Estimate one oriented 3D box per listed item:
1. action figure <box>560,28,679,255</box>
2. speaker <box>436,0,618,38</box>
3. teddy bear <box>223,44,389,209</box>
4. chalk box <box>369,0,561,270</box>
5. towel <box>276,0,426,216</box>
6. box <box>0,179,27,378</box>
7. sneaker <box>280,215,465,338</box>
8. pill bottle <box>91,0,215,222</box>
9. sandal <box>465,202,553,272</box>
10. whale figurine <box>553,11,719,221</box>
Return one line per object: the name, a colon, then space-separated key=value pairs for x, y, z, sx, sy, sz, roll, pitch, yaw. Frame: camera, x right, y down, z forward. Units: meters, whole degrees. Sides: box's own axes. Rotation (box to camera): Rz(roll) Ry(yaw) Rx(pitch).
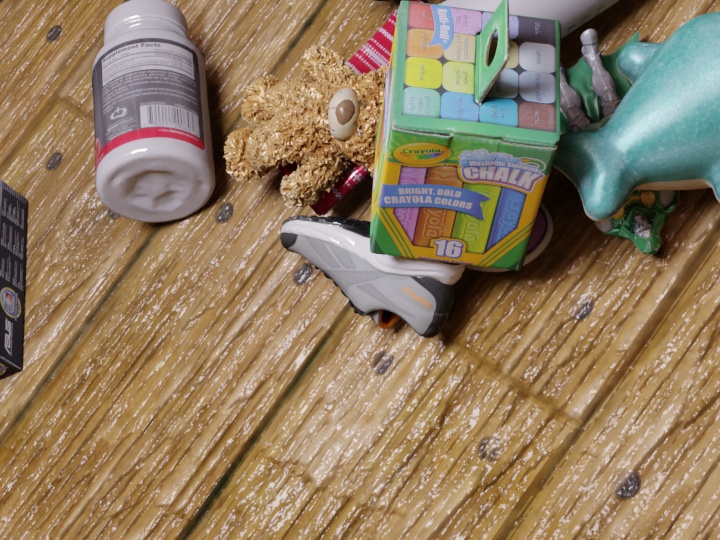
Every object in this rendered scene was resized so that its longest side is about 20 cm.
action figure: x=0.195 y=-0.096 z=1.239 sx=0.117 sy=0.055 sz=0.201 roll=-27 pitch=57 yaw=14
speaker: x=0.149 y=-0.225 z=1.293 sx=0.199 sy=0.081 sz=0.081 roll=-34 pitch=50 yaw=-3
teddy bear: x=-0.044 y=-0.126 z=1.347 sx=0.199 sy=0.067 sz=0.145 roll=26 pitch=77 yaw=49
chalk box: x=0.078 y=-0.111 z=1.167 sx=0.123 sy=0.201 sz=0.126 roll=6 pitch=54 yaw=-2
towel: x=0.006 y=-0.148 z=1.391 sx=0.200 sy=0.022 sz=0.145 roll=-44 pitch=38 yaw=5
box: x=-0.406 y=0.028 z=1.566 sx=0.159 sy=0.044 sz=0.201 roll=-21 pitch=55 yaw=23
sneaker: x=0.000 y=0.000 z=1.300 sx=0.199 sy=0.074 sz=0.080 roll=20 pitch=104 yaw=46
pill bottle: x=-0.196 y=-0.155 z=1.488 sx=0.110 sy=0.111 sz=0.201 roll=-23 pitch=54 yaw=21
sandal: x=0.072 y=-0.062 z=1.298 sx=0.083 sy=0.050 sz=0.202 roll=-52 pitch=48 yaw=-3
whale figurine: x=0.236 y=-0.115 z=1.152 sx=0.199 sy=0.104 sz=0.160 roll=-25 pitch=62 yaw=-10
